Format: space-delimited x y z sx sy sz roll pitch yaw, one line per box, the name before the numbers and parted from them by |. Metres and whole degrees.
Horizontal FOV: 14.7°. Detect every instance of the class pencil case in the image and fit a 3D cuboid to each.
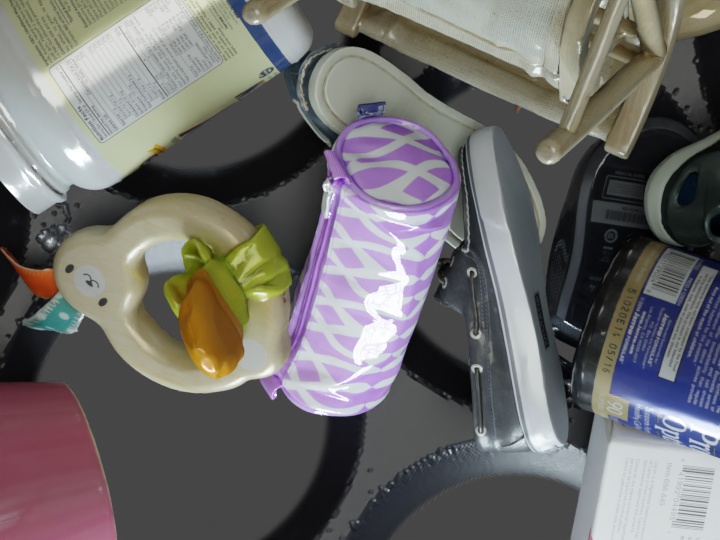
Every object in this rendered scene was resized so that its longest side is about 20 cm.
pencil case | 0.000 0.000 1.676 0.085 0.084 0.200 -14 140 -28

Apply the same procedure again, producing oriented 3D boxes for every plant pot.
plant pot | -0.250 0.149 1.683 0.178 0.200 0.201 -13 99 -17

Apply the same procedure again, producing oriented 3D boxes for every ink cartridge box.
ink cartridge box | 0.238 0.160 1.742 0.199 0.085 0.146 7 113 -3

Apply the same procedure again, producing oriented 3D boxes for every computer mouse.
computer mouse | 0.154 -0.007 1.747 0.138 0.053 0.201 13 105 -17

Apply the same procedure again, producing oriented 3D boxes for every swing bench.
swing bench | 0.068 -0.158 1.569 0.198 0.200 0.130 24 100 14

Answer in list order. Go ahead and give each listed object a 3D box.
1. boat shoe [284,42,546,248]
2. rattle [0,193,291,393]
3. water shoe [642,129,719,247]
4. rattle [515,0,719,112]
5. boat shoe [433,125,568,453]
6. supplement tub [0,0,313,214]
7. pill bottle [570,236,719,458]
boat shoe | 0.032 -0.070 1.721 0.200 0.062 0.075 33 83 -29
rattle | -0.150 0.031 1.655 0.199 0.143 0.131 7 131 17
water shoe | 0.262 -0.071 1.699 0.200 0.079 0.072 -39 121 -25
rattle | 0.161 -0.200 1.706 0.199 0.130 0.143 -22 88 26
boat shoe | 0.077 0.015 1.693 0.066 0.070 0.201 -10 96 18
supplement tub | -0.145 -0.139 1.660 0.200 0.145 0.145 -34 98 4
pill bottle | 0.235 0.061 1.650 0.199 0.112 0.112 20 97 15
